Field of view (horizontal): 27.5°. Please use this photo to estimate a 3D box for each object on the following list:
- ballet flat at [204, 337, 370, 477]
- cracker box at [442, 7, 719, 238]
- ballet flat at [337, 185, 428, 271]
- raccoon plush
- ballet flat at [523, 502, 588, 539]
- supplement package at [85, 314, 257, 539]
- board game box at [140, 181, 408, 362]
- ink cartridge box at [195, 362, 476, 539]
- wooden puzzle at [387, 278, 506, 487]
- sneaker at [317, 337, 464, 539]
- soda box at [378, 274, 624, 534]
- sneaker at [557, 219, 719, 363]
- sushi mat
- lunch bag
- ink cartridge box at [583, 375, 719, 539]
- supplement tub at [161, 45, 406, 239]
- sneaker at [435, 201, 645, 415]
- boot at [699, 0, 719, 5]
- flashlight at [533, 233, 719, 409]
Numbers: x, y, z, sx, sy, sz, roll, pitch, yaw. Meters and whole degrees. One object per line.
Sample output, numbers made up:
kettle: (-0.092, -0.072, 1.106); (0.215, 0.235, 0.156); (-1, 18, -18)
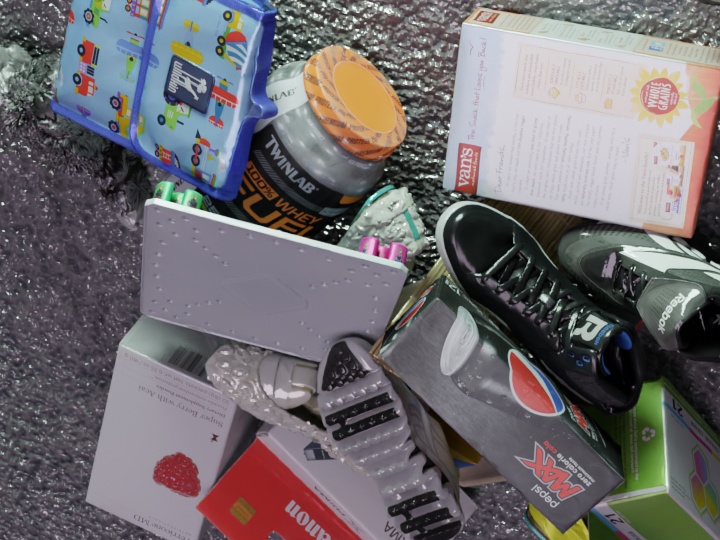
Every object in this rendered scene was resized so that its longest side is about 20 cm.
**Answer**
ballet flat: (-0.038, 0.109, 1.268); (0.199, 0.072, 0.072); (32, 128, -24)
cracker box: (0.169, -0.114, 1.121); (0.198, 0.058, 0.135); (12, 116, 13)
ballet flat: (0.000, 0.000, 1.208); (0.072, 0.072, 0.200); (37, 151, -4)
raccoon plush: (-0.279, -0.113, 1.285); (0.133, 0.097, 0.202); (2, 121, 29)
ballet flat: (0.233, 0.268, 1.338); (0.067, 0.067, 0.200); (-41, 99, 13)
supplement package: (-0.164, 0.135, 1.368); (0.120, 0.120, 0.201); (23, 125, 7)
board game box: (-0.073, 0.009, 1.160); (0.198, 0.026, 0.200); (15, 152, -2)
ink cartridge box: (-0.019, 0.213, 1.334); (0.200, 0.176, 0.045); (45, 160, -9)
wooden puzzle: (0.071, 0.109, 1.267); (0.200, 0.046, 0.185); (51, 149, -11)
sneaker: (0.027, 0.132, 1.226); (0.075, 0.081, 0.201); (-16, 117, 25)
soda box: (0.108, 0.101, 1.117); (0.200, 0.063, 0.071); (44, 107, -6)
sneaker: (0.231, 0.018, 1.097); (0.199, 0.090, 0.067); (26, 115, 21)
sushi mat: (0.101, 0.017, 1.177); (0.095, 0.201, 0.012); (39, 167, -4)
lunch bag: (-0.134, -0.157, 1.134); (0.199, 0.094, 0.152); (33, 118, 33)
ink cartridge box: (0.245, 0.212, 1.186); (0.075, 0.202, 0.148); (-18, 141, 29)
supplement tub: (-0.063, -0.085, 1.195); (0.123, 0.123, 0.200); (45, 125, -10)
sneaker: (0.148, 0.024, 1.113); (0.200, 0.073, 0.112); (48, 166, -17)
boot: (0.306, -0.267, 0.979); (0.198, 0.073, 0.152); (-6, 118, 30)
flashlight: (0.217, 0.048, 1.209); (0.068, 0.068, 0.200); (45, 121, 4)
